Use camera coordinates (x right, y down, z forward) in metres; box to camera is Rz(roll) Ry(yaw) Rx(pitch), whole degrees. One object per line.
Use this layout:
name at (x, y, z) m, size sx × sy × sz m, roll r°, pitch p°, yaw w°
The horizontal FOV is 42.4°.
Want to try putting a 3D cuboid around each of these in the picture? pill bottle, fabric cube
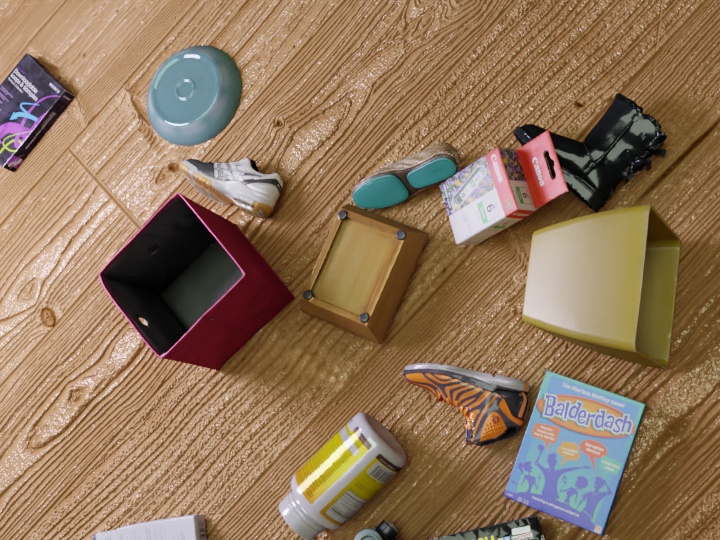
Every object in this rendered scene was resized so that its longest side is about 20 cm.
pill bottle at (-0.031, 0.325, 1.447) m, size 0.200 × 0.109 × 0.109 m, roll -44°, pitch 68°, yaw 5°
fabric cube at (-0.270, 0.026, 1.549) m, size 0.200 × 0.199 × 0.196 m, roll -44°, pitch 69°, yaw 5°

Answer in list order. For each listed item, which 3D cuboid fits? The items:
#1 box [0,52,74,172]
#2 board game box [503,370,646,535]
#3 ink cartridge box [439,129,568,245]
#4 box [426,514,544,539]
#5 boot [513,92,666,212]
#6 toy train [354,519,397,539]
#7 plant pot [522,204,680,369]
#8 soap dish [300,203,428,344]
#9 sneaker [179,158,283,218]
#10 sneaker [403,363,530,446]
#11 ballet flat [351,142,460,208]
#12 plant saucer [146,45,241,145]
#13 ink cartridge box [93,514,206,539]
box at (-0.681, -0.317, 1.855) m, size 0.143 × 0.036 × 0.200 m, roll 41°, pitch 92°, yaw 22°
board game box at (0.317, 0.267, 1.373) m, size 0.152 × 0.045 × 0.200 m, roll 17°, pitch 84°, yaw 22°
ink cartridge box at (0.218, -0.128, 1.443) m, size 0.200 × 0.050 × 0.109 m, roll -32°, pitch 66°, yaw 44°
box at (0.183, 0.458, 1.355) m, size 0.200 × 0.049 × 0.160 m, roll -14°, pitch 72°, yaw 2°
boot at (0.361, -0.206, 1.447) m, size 0.198 × 0.073 × 0.162 m, roll 44°, pitch 97°, yaw 15°
toy train at (0.002, 0.480, 1.410) m, size 0.114 × 0.085 × 0.200 m, roll 42°, pitch 79°, yaw 9°
plant pot at (0.346, 0.025, 1.348) m, size 0.176 × 0.200 × 0.200 m, roll 3°, pitch 79°, yaw 32°
soap dish at (0.000, 0.000, 1.523) m, size 0.157 × 0.081 × 0.200 m, roll 22°, pitch 85°, yaw 22°
sneaker at (-0.225, -0.164, 1.653) m, size 0.200 × 0.076 × 0.088 m, roll 25°, pitch 72°, yaw 19°
sneaker at (0.154, 0.208, 1.425) m, size 0.200 × 0.078 × 0.112 m, roll 9°, pitch 80°, yaw 21°
ballet flat at (0.078, -0.158, 1.542) m, size 0.200 × 0.071 × 0.065 m, roll -17°, pitch 34°, yaw 25°
plant saucer at (-0.320, -0.333, 1.733) m, size 0.200 × 0.036 × 0.200 m, roll -4°, pitch 77°, yaw 18°
ink cartridge box at (-0.344, 0.521, 1.550) m, size 0.200 × 0.041 × 0.200 m, roll -13°, pitch 74°, yaw 16°
